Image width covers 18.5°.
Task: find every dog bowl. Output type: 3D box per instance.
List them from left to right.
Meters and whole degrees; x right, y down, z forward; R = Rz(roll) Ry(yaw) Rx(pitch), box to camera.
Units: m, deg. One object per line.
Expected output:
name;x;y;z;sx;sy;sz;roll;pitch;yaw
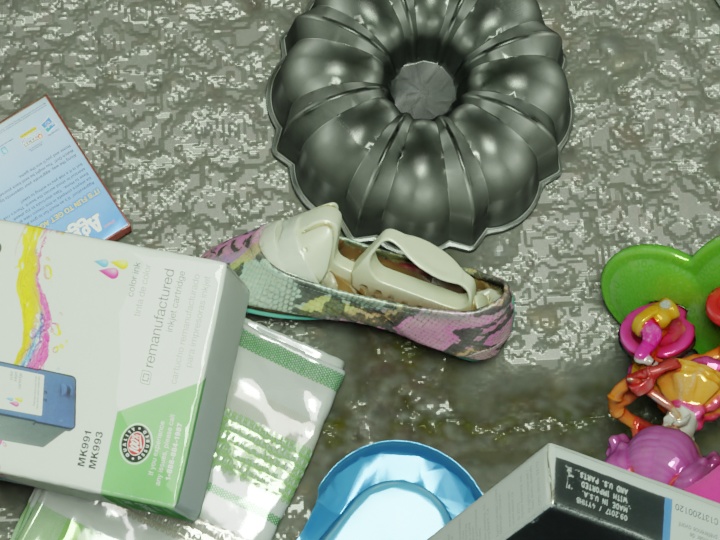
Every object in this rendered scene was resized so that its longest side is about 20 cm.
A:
dog bowl;-0.006;0.195;1.314;0.111;0.050;0.200;37;77;7

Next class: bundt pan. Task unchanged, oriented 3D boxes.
bundt pan;0.039;-0.114;1.382;0.200;0.076;0.204;0;76;-1

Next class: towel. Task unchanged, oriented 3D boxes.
towel;-0.112;0.115;1.341;0.148;0.031;0.201;23;76;5

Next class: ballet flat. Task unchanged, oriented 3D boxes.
ballet flat;0.000;0.000;1.350;0.198;0.072;0.069;15;42;1

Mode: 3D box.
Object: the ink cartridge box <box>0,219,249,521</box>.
ink cartridge box;-0.180;0.053;1.297;0.198;0.088;0.147;11;81;9

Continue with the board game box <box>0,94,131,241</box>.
board game box;-0.252;-0.014;1.374;0.199;0.019;0.103;-32;78;-10

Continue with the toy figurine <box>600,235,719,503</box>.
toy figurine;0.202;0.084;1.274;0.198;0.151;0.185;13;47;22

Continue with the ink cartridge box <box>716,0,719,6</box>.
ink cartridge box;0.300;-0.206;1.410;0.147;0.086;0.201;-29;80;-9

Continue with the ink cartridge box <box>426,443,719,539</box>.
ink cartridge box;0.135;0.177;1.217;0.197;0.200;0.044;20;56;-19
